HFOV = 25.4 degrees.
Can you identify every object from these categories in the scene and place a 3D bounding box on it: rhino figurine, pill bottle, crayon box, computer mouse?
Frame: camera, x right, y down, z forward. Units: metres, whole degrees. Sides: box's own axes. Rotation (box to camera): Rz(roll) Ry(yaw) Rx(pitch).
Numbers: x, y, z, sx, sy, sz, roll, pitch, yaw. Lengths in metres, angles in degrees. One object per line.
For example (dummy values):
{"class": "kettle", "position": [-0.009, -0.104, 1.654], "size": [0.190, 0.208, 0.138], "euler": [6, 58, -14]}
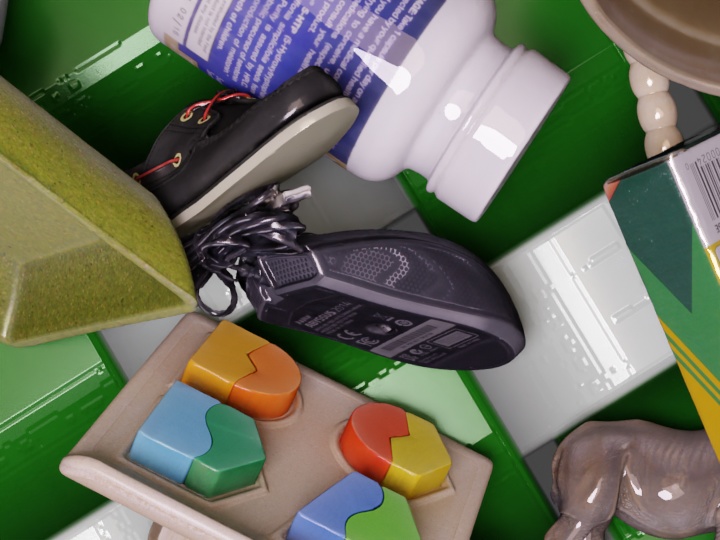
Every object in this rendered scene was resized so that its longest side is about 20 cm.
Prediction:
{"class": "rhino figurine", "position": [0.192, 0.121, 0.835], "size": [0.198, 0.060, 0.088], "euler": [0, 77, -1]}
{"class": "pill bottle", "position": [0.002, -0.117, 0.825], "size": [0.199, 0.120, 0.120], "euler": [35, 89, 4]}
{"class": "crayon box", "position": [0.212, 0.023, 0.796], "size": [0.126, 0.051, 0.202], "euler": [-24, 92, -38]}
{"class": "computer mouse", "position": [0.000, 0.000, 0.812], "size": [0.199, 0.138, 0.053], "euler": [19, 65, -28]}

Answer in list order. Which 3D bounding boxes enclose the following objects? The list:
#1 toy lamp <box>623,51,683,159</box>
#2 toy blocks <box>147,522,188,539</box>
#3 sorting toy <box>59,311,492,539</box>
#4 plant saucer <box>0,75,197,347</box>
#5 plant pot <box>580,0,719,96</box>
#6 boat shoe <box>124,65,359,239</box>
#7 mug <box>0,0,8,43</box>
{"class": "toy lamp", "position": [0.159, -0.070, 0.850], "size": [0.058, 0.058, 0.202], "euler": [-11, 84, 2]}
{"class": "toy blocks", "position": [-0.042, 0.169, 0.829], "size": [0.198, 0.100, 0.138], "euler": [23, 107, -10]}
{"class": "sorting toy", "position": [-0.029, 0.089, 0.778], "size": [0.184, 0.200, 0.037], "euler": [26, 111, 3]}
{"class": "plant saucer", "position": [-0.192, -0.043, 0.774], "size": [0.200, 0.199, 0.048], "euler": [40, 60, -27]}
{"class": "plant pot", "position": [0.202, -0.214, 0.781], "size": [0.198, 0.201, 0.174], "euler": [13, 44, 3]}
{"class": "boat shoe", "position": [-0.073, -0.056, 0.797], "size": [0.073, 0.201, 0.064], "euler": [-22, 86, -36]}
{"class": "mug", "position": [-0.269, -0.164, 0.848], "size": [0.149, 0.186, 0.154], "euler": [-32, 96, -32]}
